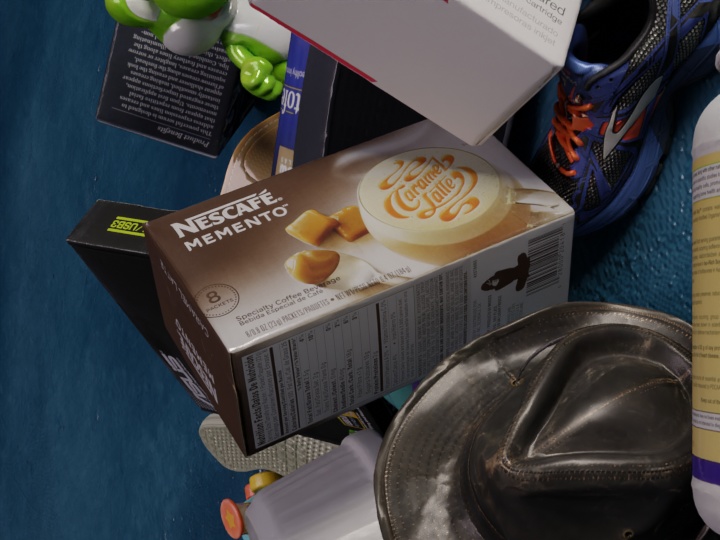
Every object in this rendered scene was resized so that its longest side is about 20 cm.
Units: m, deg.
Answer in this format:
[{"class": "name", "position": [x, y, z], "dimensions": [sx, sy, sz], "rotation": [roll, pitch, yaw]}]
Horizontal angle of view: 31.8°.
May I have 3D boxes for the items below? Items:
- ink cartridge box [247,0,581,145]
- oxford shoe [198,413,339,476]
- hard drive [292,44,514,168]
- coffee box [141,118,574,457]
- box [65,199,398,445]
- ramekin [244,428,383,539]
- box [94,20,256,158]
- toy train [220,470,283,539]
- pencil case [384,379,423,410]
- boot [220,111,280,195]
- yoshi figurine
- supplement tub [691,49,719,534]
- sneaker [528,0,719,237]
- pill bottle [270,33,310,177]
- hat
[{"class": "ink cartridge box", "position": [0.048, -0.189, 0.672], "dimensions": [0.084, 0.145, 0.200], "rotation": [-43, 21, 51]}, {"class": "oxford shoe", "position": [-0.059, 0.126, 1.002], "dimensions": [0.200, 0.058, 0.075], "rotation": [-6, 118, 56]}, {"class": "hard drive", "position": [0.033, -0.103, 0.774], "dimensions": [0.042, 0.135, 0.200], "rotation": [-135, 54, -70]}, {"class": "coffee box", "position": [0.000, 0.000, 0.682], "dimensions": [0.114, 0.200, 0.080], "rotation": [50, 154, 42]}, {"class": "box", "position": [-0.076, 0.041, 0.862], "dimensions": [0.193, 0.200, 0.048], "rotation": [7, 53, 34]}, {"class": "ramekin", "position": [-0.003, 0.207, 0.783], "dimensions": [0.202, 0.094, 0.203], "rotation": [161, 90, -78]}, {"class": "box", "position": [-0.127, -0.217, 1.036], "dimensions": [0.148, 0.107, 0.200], "rotation": [-73, 1, -64]}, {"class": "toy train", "position": [-0.066, 0.245, 1.007], "dimensions": [0.200, 0.056, 0.150], "rotation": [28, 112, 57]}, {"class": "pencil case", "position": [0.075, 0.079, 0.723], "dimensions": [0.085, 0.092, 0.200], "rotation": [-50, 26, 1]}, {"class": "boot", "position": [-0.063, -0.032, 0.997], "dimensions": [0.077, 0.200, 0.155], "rotation": [34, 166, 19]}, {"class": "yoshi figurine", "position": [-0.076, -0.185, 0.896], "dimensions": [0.112, 0.200, 0.112], "rotation": [-112, 37, -53]}, {"class": "supplement tub", "position": [0.198, 0.001, 0.473], "dimensions": [0.145, 0.145, 0.200], "rotation": [-3, 85, 60]}, {"class": "sneaker", "position": [0.128, -0.099, 0.668], "dimensions": [0.200, 0.078, 0.075], "rotation": [-64, 36, 35]}, {"class": "pill bottle", "position": [0.001, -0.089, 0.853], "dimensions": [0.116, 0.116, 0.200], "rotation": [27, 112, 58]}, {"class": "hat", "position": [0.104, 0.081, 0.566], "dimensions": [0.081, 0.200, 0.201], "rotation": [83, 171, -59]}]
